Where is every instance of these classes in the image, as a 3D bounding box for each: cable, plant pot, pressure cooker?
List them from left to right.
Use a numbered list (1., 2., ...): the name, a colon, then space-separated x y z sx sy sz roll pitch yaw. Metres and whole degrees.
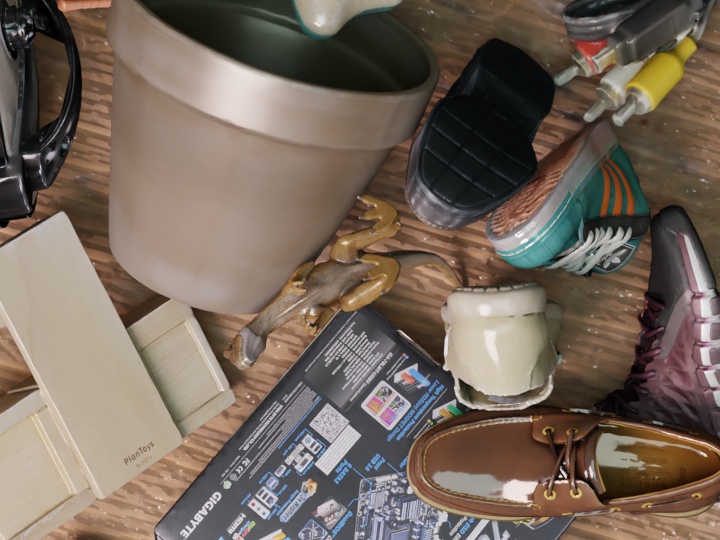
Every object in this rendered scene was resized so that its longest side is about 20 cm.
1. pressure cooker: -0.265 -0.102 1.538 0.199 0.179 0.176 -8 95 1
2. plant pot: -0.072 -0.076 1.555 0.199 0.200 0.174 18 114 -4
3. cable: 0.207 -0.163 1.607 0.200 0.097 0.050 -31 132 -15

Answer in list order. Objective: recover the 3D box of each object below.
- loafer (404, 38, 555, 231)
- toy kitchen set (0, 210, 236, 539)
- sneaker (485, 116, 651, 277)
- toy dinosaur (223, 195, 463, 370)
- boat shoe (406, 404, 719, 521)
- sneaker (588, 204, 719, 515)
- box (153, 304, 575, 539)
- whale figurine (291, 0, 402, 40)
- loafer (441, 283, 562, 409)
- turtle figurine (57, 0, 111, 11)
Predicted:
1. loafer: 0.064 -0.067 1.542 0.073 0.200 0.072 38 121 -1
2. toy kitchen set: -0.228 0.067 1.617 0.200 0.180 0.164 -34 104 -37
3. sneaker: 0.136 -0.031 1.547 0.071 0.200 0.080 -34 95 25
4. toy dinosaur: 0.000 0.000 1.558 0.200 0.106 0.061 -21 77 -33
5. boat shoe: 0.129 0.114 1.561 0.199 0.068 0.072 2 79 -4
6. sneaker: 0.177 0.066 1.624 0.115 0.076 0.201 -13 99 4
7. box: 0.008 0.153 1.603 0.198 0.050 0.200 39 79 4
8. whale figurine: -0.063 -0.211 1.544 0.159 0.104 0.200 -30 73 -36
9. loafer: 0.083 0.050 1.548 0.075 0.200 0.069 -1 83 9
10. turtle figurine: -0.188 -0.255 1.523 0.064 0.200 0.162 -14 63 33
